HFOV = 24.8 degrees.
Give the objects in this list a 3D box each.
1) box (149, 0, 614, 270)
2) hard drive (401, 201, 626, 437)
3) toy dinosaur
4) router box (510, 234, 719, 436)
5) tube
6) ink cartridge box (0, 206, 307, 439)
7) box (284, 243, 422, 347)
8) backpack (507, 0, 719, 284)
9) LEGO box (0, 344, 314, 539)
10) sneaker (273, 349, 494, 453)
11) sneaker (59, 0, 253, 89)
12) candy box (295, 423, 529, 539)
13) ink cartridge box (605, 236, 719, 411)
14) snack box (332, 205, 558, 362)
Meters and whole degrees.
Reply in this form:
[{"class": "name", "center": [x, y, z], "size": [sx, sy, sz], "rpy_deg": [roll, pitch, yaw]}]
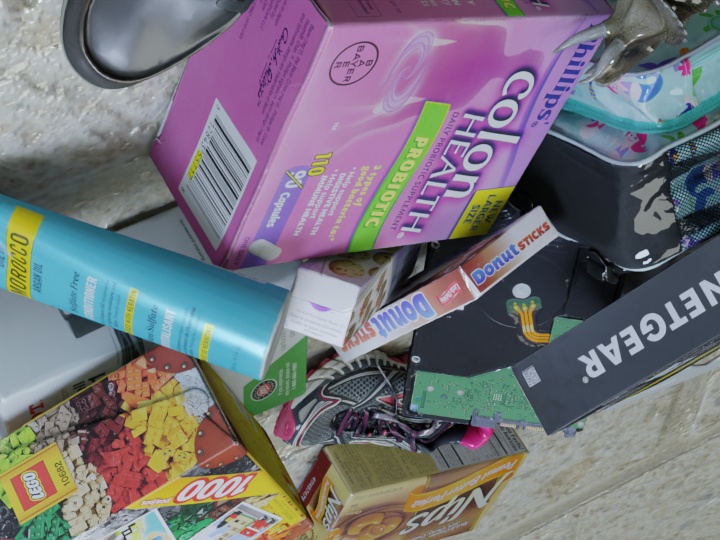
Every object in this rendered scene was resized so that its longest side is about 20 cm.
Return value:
[{"class": "box", "center": [0.010, -0.102, 0.910], "size": [0.199, 0.097, 0.176], "rpy_deg": [-9, 142, -37]}, {"class": "hard drive", "center": [0.109, 0.028, 1.153], "size": [0.139, 0.038, 0.201], "rpy_deg": [7, 127, 0]}, {"class": "toy dinosaur", "center": [0.173, -0.192, 0.862], "size": [0.102, 0.077, 0.202], "rpy_deg": [2, 96, -44]}, {"class": "router box", "center": [0.213, 0.023, 1.021], "size": [0.200, 0.052, 0.157], "rpy_deg": [-36, 167, 36]}, {"class": "tube", "center": [-0.137, 0.003, 0.877], "size": [0.051, 0.199, 0.078], "rpy_deg": [-68, 176, -45]}, {"class": "ink cartridge box", "center": [-0.137, 0.048, 1.001], "size": [0.199, 0.083, 0.147], "rpy_deg": [-23, 149, -18]}, {"class": "box", "center": [0.000, 0.000, 1.004], "size": [0.200, 0.041, 0.039], "rpy_deg": [-40, 148, -72]}, {"class": "backpack", "center": [0.196, -0.102, 1.010], "size": [0.199, 0.177, 0.152], "rpy_deg": [-20, 118, -23]}, {"class": "LEGO box", "center": [-0.126, 0.135, 0.971], "size": [0.148, 0.077, 0.200], "rpy_deg": [-31, 156, -1]}, {"class": "sneaker", "center": [0.023, 0.105, 1.249], "size": [0.199, 0.075, 0.081], "rpy_deg": [-6, 141, -38]}, {"class": "sneaker", "center": [-0.060, -0.152, 0.742], "size": [0.200, 0.106, 0.075], "rpy_deg": [-45, 116, 7]}, {"class": "candy box", "center": [0.037, 0.189, 1.404], "size": [0.199, 0.055, 0.116], "rpy_deg": [-8, 142, -38]}, {"class": "ink cartridge box", "center": [0.271, 0.008, 1.211], "size": [0.199, 0.044, 0.174], "rpy_deg": [-18, 146, -25]}, {"class": "snack box", "center": [0.047, 0.013, 1.033], "size": [0.072, 0.024, 0.200], "rpy_deg": [-35, -178, -28]}]
